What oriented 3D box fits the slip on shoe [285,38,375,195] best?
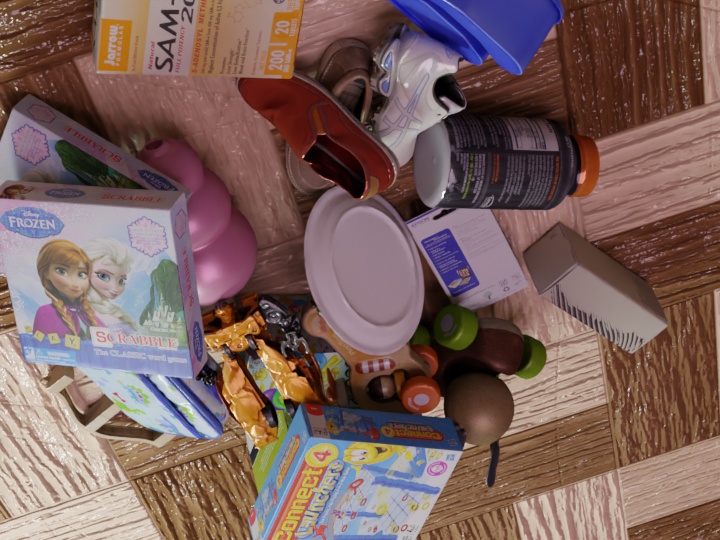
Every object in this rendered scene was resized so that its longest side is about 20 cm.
[{"bbox_3d":[-0.029,-0.154,1.559,0.076,0.061,0.200,7,130,-23],"label":"slip on shoe"}]

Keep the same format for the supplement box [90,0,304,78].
[{"bbox_3d":[-0.159,-0.260,1.407,0.199,0.074,0.126,-1,132,-16],"label":"supplement box"}]

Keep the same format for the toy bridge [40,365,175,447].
[{"bbox_3d":[-0.324,0.177,1.808,0.067,0.027,0.200,-38,132,20],"label":"toy bridge"}]

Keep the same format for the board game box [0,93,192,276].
[{"bbox_3d":[-0.304,-0.052,1.515,0.199,0.041,0.200,30,123,0],"label":"board game box"}]

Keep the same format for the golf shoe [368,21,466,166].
[{"bbox_3d":[0.062,-0.170,1.527,0.097,0.078,0.200,17,149,10],"label":"golf shoe"}]

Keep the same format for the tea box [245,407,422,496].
[{"bbox_3d":[-0.024,0.238,1.843,0.199,0.197,0.134,6,131,-23],"label":"tea box"}]

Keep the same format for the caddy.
[{"bbox_3d":[0.112,-0.284,1.421,0.200,0.141,0.105,34,85,-39],"label":"caddy"}]

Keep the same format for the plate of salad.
[{"bbox_3d":[0.000,0.000,1.640,0.048,0.201,0.200,-16,144,41],"label":"plate of salad"}]

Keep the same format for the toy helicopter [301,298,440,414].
[{"bbox_3d":[-0.005,0.107,1.681,0.132,0.079,0.200,-33,119,21],"label":"toy helicopter"}]

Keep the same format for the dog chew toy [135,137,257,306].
[{"bbox_3d":[-0.189,-0.058,1.566,0.124,0.125,0.200,-19,127,1],"label":"dog chew toy"}]

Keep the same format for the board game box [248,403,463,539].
[{"bbox_3d":[-0.008,0.254,1.689,0.195,0.056,0.200,8,126,-23],"label":"board game box"}]

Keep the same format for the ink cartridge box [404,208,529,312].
[{"bbox_3d":[0.128,-0.030,1.746,0.099,0.039,0.200,-25,136,7],"label":"ink cartridge box"}]

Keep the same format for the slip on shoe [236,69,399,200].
[{"bbox_3d":[-0.050,-0.146,1.499,0.200,0.061,0.074,39,135,4],"label":"slip on shoe"}]

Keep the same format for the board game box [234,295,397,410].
[{"bbox_3d":[-0.055,0.100,1.765,0.199,0.105,0.103,-1,133,-16],"label":"board game box"}]

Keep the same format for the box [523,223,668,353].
[{"bbox_3d":[0.301,0.025,1.825,0.200,0.082,0.068,30,119,-36],"label":"box"}]

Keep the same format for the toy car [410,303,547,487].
[{"bbox_3d":[0.134,0.167,1.801,0.164,0.201,0.158,23,149,-38],"label":"toy car"}]

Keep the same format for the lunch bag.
[{"bbox_3d":[-0.242,0.115,1.681,0.160,0.083,0.200,3,143,36],"label":"lunch bag"}]

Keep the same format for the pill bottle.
[{"bbox_3d":[0.168,-0.121,1.621,0.199,0.106,0.106,1,132,-20],"label":"pill bottle"}]

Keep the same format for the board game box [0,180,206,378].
[{"bbox_3d":[-0.268,0.010,1.480,0.199,0.041,0.200,4,120,15],"label":"board game box"}]

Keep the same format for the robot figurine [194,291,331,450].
[{"bbox_3d":[-0.117,0.108,1.628,0.145,0.058,0.200,-22,121,8],"label":"robot figurine"}]
